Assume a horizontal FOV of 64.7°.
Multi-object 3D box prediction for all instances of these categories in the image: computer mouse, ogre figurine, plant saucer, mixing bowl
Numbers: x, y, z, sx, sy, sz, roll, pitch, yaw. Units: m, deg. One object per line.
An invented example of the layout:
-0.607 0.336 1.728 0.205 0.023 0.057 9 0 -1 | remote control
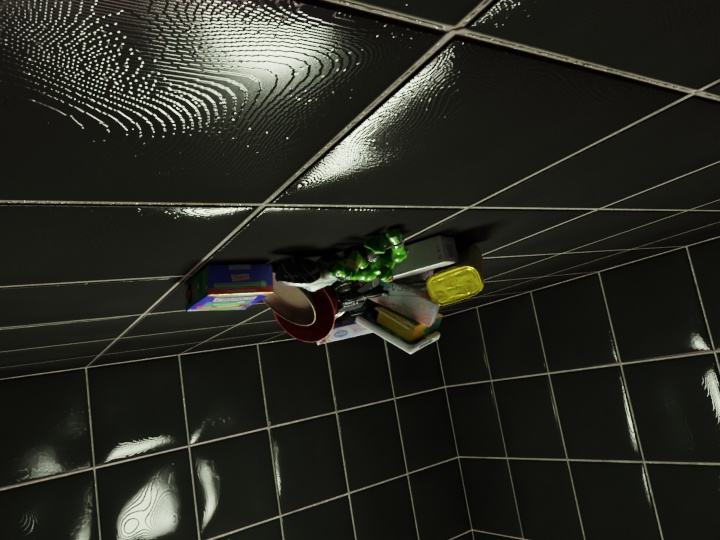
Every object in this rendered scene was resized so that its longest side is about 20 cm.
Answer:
0.003 0.067 1.538 0.136 0.047 0.200 -13 170 -8 | computer mouse
0.037 -0.029 1.361 0.201 0.099 0.119 -50 144 15 | ogre figurine
-0.192 0.062 1.487 0.199 0.201 0.037 -24 -156 54 | plant saucer
-0.141 0.083 1.593 0.196 0.204 0.109 -15 -162 28 | mixing bowl

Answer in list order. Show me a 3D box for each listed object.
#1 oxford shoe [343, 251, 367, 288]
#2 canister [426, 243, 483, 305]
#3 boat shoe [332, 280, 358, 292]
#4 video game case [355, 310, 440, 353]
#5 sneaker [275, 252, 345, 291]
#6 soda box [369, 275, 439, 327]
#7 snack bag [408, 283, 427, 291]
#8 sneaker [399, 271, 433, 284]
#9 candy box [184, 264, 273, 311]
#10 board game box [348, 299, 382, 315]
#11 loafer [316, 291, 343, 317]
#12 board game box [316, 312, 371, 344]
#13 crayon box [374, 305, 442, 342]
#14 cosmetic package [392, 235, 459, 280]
0.000 0.000 1.498 0.070 0.087 0.200 -10 169 6 | oxford shoe
0.269 0.006 1.582 0.145 0.088 0.200 -20 -166 21 | canister
-0.086 0.045 1.721 0.195 0.077 0.074 -15 -159 23 | boat shoe
0.109 0.165 1.645 0.197 0.024 0.180 28 -159 28 | video game case
-0.125 0.021 1.386 0.196 0.079 0.087 -7 145 -40 | sneaker
0.122 0.080 1.580 0.196 0.070 0.063 24 -163 15 | soda box
0.130 0.058 1.727 0.196 0.022 0.186 -9 179 38 | snack bag
0.131 0.009 1.702 0.112 0.078 0.199 -8 173 -29 | sneaker
-0.326 0.044 1.403 0.165 0.080 0.199 0 164 -33 | candy box
0.024 0.104 1.750 0.131 0.029 0.200 -14 -179 -6 | board game box
-0.105 0.119 1.694 0.197 0.077 0.069 -27 166 30 | loafer
-0.044 0.166 1.791 0.194 0.042 0.200 -12 -170 -2 | board game box
0.133 0.139 1.620 0.124 0.053 0.198 29 -158 29 | crayon box
0.151 -0.031 1.516 0.196 0.074 0.101 -17 171 30 | cosmetic package
